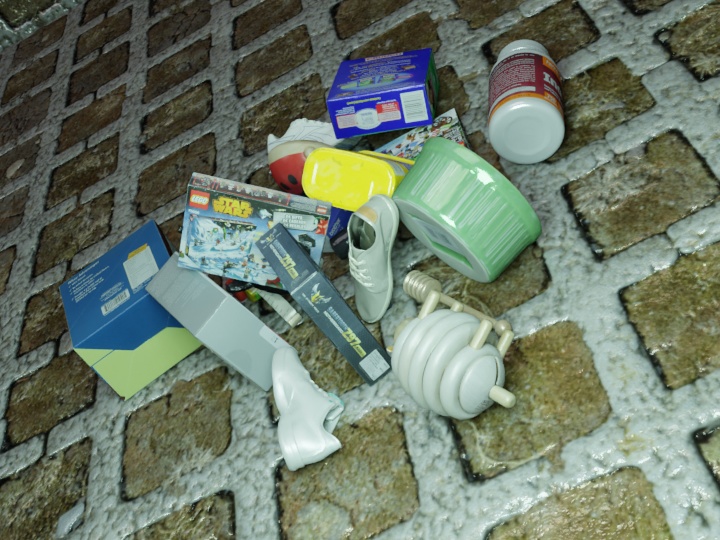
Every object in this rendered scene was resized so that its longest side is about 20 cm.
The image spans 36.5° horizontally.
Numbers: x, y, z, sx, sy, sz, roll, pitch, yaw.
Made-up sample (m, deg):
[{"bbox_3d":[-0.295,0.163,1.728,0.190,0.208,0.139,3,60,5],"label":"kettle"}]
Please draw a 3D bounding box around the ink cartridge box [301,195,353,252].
[{"bbox_3d":[-0.101,-0.076,1.785,0.199,0.044,0.094,-1,48,39],"label":"ink cartridge box"}]

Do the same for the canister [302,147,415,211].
[{"bbox_3d":[0.015,-0.128,1.591,0.147,0.200,0.087,15,98,19],"label":"canister"}]

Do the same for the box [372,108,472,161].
[{"bbox_3d":[0.082,-0.169,1.749,0.199,0.038,0.137,-27,35,11],"label":"box"}]

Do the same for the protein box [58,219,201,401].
[{"bbox_3d":[-0.357,0.060,1.757,0.198,0.135,0.200,-36,34,-1],"label":"protein box"}]

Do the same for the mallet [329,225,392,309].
[{"bbox_3d":[0.000,0.000,1.621,0.066,0.041,0.201,-28,39,10],"label":"mallet"}]

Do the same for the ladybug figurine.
[{"bbox_3d":[-0.087,-0.162,1.791,0.134,0.200,0.073,5,82,0],"label":"ladybug figurine"}]

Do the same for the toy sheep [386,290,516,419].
[{"bbox_3d":[0.111,0.110,1.312,0.138,0.138,0.200,-44,40,-14],"label":"toy sheep"}]

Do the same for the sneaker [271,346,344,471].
[{"bbox_3d":[-0.066,0.176,1.447,0.088,0.076,0.201,-17,42,3],"label":"sneaker"}]

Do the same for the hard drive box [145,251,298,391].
[{"bbox_3d":[-0.205,0.073,1.588,0.077,0.156,0.200,-50,37,-5],"label":"hard drive box"}]

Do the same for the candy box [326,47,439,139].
[{"bbox_3d":[0.042,-0.301,1.841,0.168,0.078,0.200,-7,29,12],"label":"candy box"}]

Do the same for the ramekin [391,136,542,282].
[{"bbox_3d":[0.135,-0.075,1.459,0.098,0.200,0.200,-49,36,-9],"label":"ramekin"}]

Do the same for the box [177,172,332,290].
[{"bbox_3d":[-0.149,-0.050,1.524,0.198,0.138,0.040,13,34,-3],"label":"box"}]

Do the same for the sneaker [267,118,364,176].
[{"bbox_3d":[-0.082,-0.231,1.903,0.199,0.074,0.088,-20,80,17],"label":"sneaker"}]

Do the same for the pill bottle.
[{"bbox_3d":[0.250,-0.263,1.654,0.112,0.113,0.201,-19,38,22],"label":"pill bottle"}]

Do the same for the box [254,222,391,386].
[{"bbox_3d":[-0.048,0.044,1.458,0.051,0.200,0.158,-39,34,-2],"label":"box"}]

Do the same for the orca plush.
[{"bbox_3d":[-0.184,-0.005,1.613,0.071,0.199,0.105,-63,9,-19],"label":"orca plush"}]

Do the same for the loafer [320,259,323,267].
[{"bbox_3d":[-0.132,-0.040,1.721,0.070,0.070,0.200,-47,56,-5],"label":"loafer"}]

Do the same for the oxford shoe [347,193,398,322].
[{"bbox_3d":[0.009,-0.012,1.491,0.058,0.201,0.075,-27,48,-37],"label":"oxford shoe"}]

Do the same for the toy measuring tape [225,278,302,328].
[{"bbox_3d":[-0.152,0.035,1.699,0.074,0.074,0.200,-43,58,-12],"label":"toy measuring tape"}]

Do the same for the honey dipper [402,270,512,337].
[{"bbox_3d":[0.129,0.047,1.454,0.038,0.038,0.200,-44,37,-14],"label":"honey dipper"}]
